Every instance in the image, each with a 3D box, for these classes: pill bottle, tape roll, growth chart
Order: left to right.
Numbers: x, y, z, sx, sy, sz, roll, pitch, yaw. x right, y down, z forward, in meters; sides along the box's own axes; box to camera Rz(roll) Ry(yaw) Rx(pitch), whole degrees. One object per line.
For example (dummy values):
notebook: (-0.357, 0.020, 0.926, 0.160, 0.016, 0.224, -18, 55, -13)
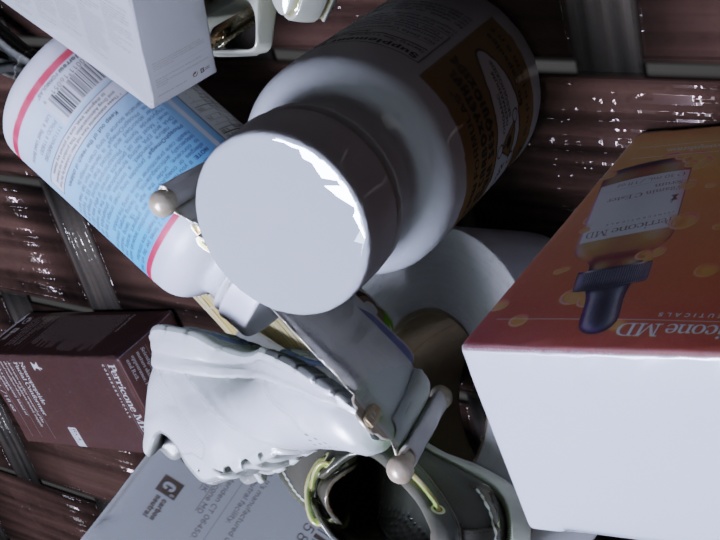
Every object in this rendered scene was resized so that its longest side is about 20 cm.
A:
pill bottle: (-0.115, -0.056, 0.773, 0.200, 0.109, 0.109, 42, 140, 10)
growth chart: (-0.025, 0.014, 0.652, 0.200, 0.145, 0.018, 47, 107, 6)
pill bottle: (0.007, -0.063, 0.630, 0.114, 0.200, 0.115, 13, 121, 22)
tape roll: (0.064, 0.075, 0.730, 0.202, 0.071, 0.203, -7, 81, 54)

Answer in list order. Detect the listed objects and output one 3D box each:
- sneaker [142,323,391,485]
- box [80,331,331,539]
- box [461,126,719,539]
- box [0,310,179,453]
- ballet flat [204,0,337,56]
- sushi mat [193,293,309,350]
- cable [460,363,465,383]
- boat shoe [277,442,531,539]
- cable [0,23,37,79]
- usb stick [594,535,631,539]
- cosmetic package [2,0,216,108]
sneaker: (-0.053, 0.084, 0.709, 0.200, 0.074, 0.087, 6, 82, 49)
box: (-0.066, 0.191, 0.884, 0.200, 0.199, 0.171, 33, 149, 4)
box: (0.168, 0.022, 0.577, 0.152, 0.200, 0.107, -1, 122, 40)
box: (-0.224, 0.094, 1.069, 0.200, 0.075, 0.100, -4, 120, 40)
ballet flat: (-0.051, -0.161, 0.706, 0.200, 0.068, 0.076, -18, 66, 48)
sushi mat: (-0.036, 0.083, 0.915, 0.095, 0.012, 0.200, -6, 130, 43)
cable: (0.000, 0.000, 0.843, 0.200, 0.050, 0.097, 34, 123, -5)
boat shoe: (0.006, 0.122, 0.696, 0.201, 0.060, 0.072, 12, 97, 54)
cable: (-0.233, -0.133, 0.893, 0.200, 0.050, 0.097, 40, 134, 6)
usb stick: (0.175, 0.193, 0.788, 0.200, 0.033, 0.055, 25, 149, -15)
cosmetic package: (-0.163, -0.175, 0.716, 0.200, 0.051, 0.083, 36, 150, 34)
